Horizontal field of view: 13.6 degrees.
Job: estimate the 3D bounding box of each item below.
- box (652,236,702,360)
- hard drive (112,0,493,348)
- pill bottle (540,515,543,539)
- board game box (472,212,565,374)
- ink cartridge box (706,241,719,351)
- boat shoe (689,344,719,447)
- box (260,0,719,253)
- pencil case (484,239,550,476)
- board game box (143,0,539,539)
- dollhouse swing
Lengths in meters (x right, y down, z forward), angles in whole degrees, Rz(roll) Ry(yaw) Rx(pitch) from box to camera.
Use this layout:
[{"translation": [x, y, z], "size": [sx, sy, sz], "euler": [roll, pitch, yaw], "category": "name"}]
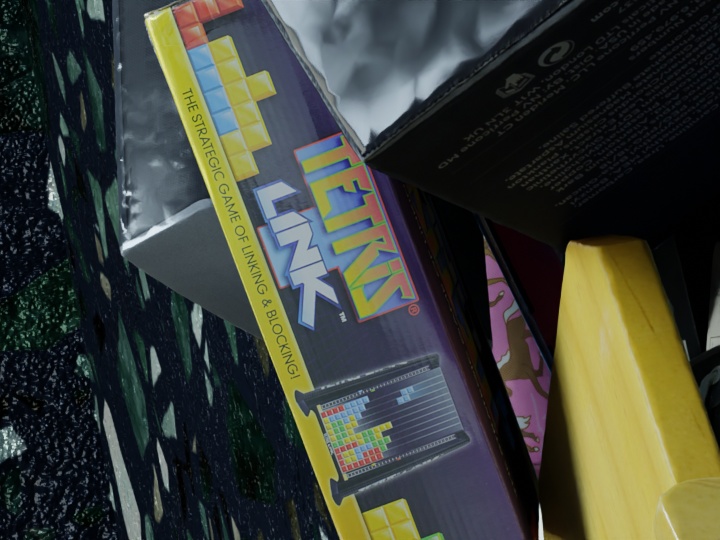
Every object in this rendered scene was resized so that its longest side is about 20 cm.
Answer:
[{"translation": [0.073, -0.055, 1.182], "size": [0.200, 0.046, 0.159], "euler": [-113, 4, -49], "category": "box"}, {"translation": [-0.016, -0.037, 1.103], "size": [0.200, 0.042, 0.135], "euler": [28, -127, -51], "category": "hard drive"}, {"translation": [0.109, 0.186, 1.186], "size": [0.104, 0.104, 0.201], "euler": [147, 111, -76], "category": "pill bottle"}, {"translation": [0.057, -0.023, 1.002], "size": [0.200, 0.039, 0.158], "euler": [63, -178, -22], "category": "board game box"}, {"translation": [0.161, 0.086, 1.059], "size": [0.161, 0.050, 0.201], "euler": [164, 113, -77], "category": "ink cartridge box"}, {"translation": [0.124, 0.061, 0.977], "size": [0.200, 0.060, 0.076], "euler": [115, 155, -65], "category": "boat shoe"}, {"translation": [0.035, -0.120, 0.856], "size": [0.197, 0.117, 0.200], "euler": [59, -164, 21], "category": "box"}, {"translation": [0.047, -0.002, 1.343], "size": [0.086, 0.083, 0.201], "euler": [-17, 84, 57], "category": "pencil case"}, {"translation": [0.000, 0.000, 0.955], "size": [0.165, 0.057, 0.201], "euler": [-72, -38, -83], "category": "board game box"}, {"translation": [0.143, 0.101, 0.856], "size": [0.200, 0.181, 0.176], "euler": [91, -178, -51], "category": "dollhouse swing"}]
